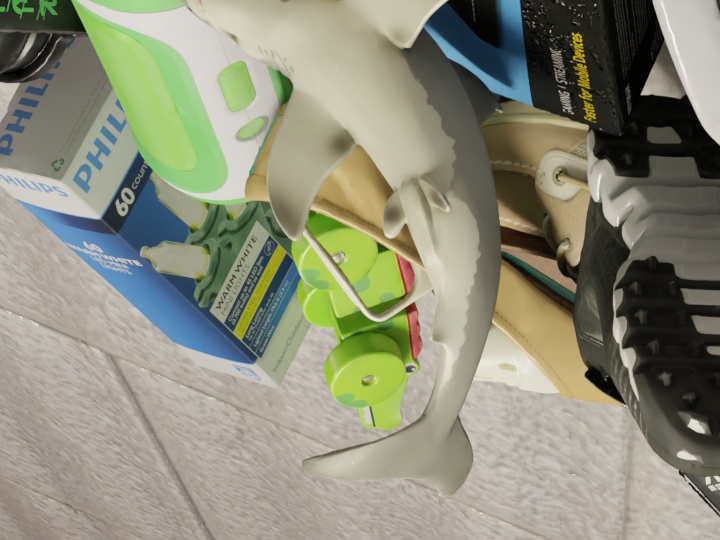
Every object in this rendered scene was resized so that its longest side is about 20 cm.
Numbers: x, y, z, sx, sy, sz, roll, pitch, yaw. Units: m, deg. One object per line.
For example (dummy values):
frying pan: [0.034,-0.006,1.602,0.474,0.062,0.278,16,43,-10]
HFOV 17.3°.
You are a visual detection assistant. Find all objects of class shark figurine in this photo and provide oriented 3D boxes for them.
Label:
shark figurine: [0.025,-0.031,0.822,0.128,0.216,0.089,-21,179,33]

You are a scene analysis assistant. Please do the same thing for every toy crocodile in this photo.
toy crocodile: [0.000,0.000,1.114,0.068,0.061,0.201,-111,6,-46]

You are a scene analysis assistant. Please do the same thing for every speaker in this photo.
speaker: [-0.068,-0.099,0.954,0.088,0.089,0.200,21,162,15]

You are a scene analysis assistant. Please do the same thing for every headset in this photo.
headset: [-0.186,-0.128,1.005,0.123,0.095,0.200,0,-176,-27]

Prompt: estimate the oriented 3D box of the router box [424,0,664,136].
router box: [0.023,-0.128,0.793,0.148,0.051,0.200,21,163,17]

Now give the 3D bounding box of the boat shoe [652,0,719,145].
boat shoe: [0.147,-0.067,0.779,0.067,0.072,0.200,-22,143,17]

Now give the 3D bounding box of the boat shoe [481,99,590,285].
boat shoe: [0.104,-0.022,0.963,0.199,0.065,0.072,10,157,41]

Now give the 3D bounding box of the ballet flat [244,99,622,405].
ballet flat: [0.037,0.006,0.972,0.200,0.063,0.069,39,177,-4]

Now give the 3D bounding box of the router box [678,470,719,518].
router box: [0.247,0.085,0.958,0.150,0.062,0.199,46,141,-21]

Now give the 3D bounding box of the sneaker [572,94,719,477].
sneaker: [0.112,0.022,0.833,0.066,0.201,0.091,1,123,-3]

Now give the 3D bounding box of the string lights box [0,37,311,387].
string lights box: [-0.085,-0.038,1.121,0.059,0.103,0.200,14,159,36]

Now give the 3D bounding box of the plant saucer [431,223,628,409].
plant saucer: [0.124,0.021,1.096,0.199,0.037,0.201,24,166,6]
